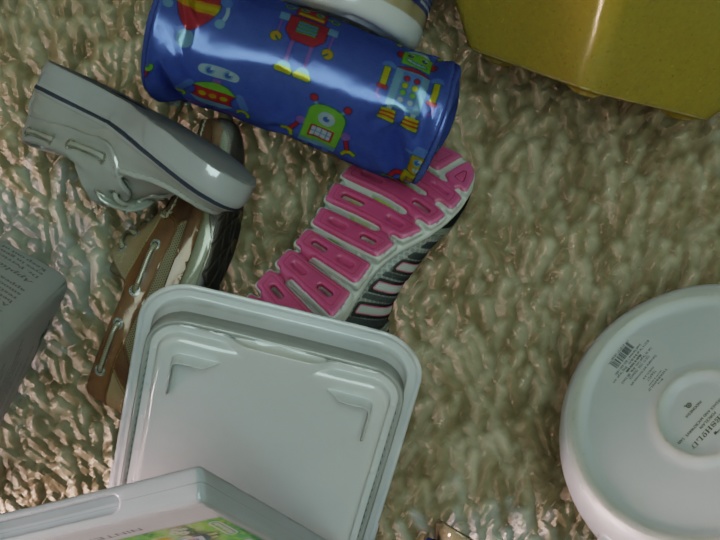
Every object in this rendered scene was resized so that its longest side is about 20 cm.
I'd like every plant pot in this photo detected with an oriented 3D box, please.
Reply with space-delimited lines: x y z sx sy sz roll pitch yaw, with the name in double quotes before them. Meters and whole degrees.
"plant pot" 0.163 -0.204 0.930 0.193 0.195 0.201 8 105 -38

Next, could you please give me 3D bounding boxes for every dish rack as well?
"dish rack" -0.063 0.111 0.928 0.170 0.044 0.201 14 124 -1

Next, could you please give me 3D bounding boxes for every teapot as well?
"teapot" 0.219 0.118 0.956 0.199 0.146 0.199 -10 59 17

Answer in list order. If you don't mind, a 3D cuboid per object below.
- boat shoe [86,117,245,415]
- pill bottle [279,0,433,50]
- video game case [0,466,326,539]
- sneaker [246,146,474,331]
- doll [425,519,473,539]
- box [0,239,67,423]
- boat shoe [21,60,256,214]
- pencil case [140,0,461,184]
"boat shoe" -0.123 -0.004 0.978 0.071 0.076 0.201 13 78 7
"pill bottle" 0.013 -0.247 0.986 0.110 0.111 0.201 17 84 -1
"video game case" -0.125 0.162 0.869 0.181 0.200 0.022 -15 64 16
"sneaker" 0.000 0.000 0.988 0.073 0.088 0.200 30 60 22
"doll" 0.036 0.265 0.976 0.136 0.048 0.201 30 84 1
"box" -0.310 0.061 0.885 0.198 0.171 0.201 28 105 -3
"boat shoe" -0.142 -0.067 0.946 0.199 0.072 0.066 30 96 35
"pencil case" -0.040 -0.115 0.952 0.199 0.087 0.078 18 40 -1
